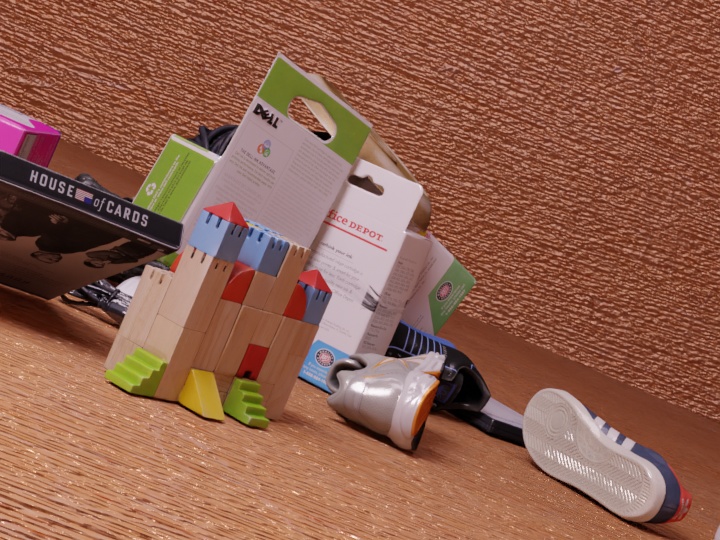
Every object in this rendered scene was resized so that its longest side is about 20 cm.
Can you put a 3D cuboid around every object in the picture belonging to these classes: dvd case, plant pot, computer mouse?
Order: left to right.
[{"bbox_3d":[-0.238,-0.028,1.179,0.150,0.025,0.200,22,-23,-32],"label":"dvd case"},{"bbox_3d":[-0.173,0.024,1.407,0.109,0.044,0.200,23,3,9],"label":"computer mouse"},{"bbox_3d":[0.006,-0.120,1.608,0.200,0.027,0.200,48,7,-8],"label":"plant pot"},{"bbox_3d":[0.130,0.149,1.805,0.142,0.018,0.200,22,4,-37],"label":"dvd case"}]

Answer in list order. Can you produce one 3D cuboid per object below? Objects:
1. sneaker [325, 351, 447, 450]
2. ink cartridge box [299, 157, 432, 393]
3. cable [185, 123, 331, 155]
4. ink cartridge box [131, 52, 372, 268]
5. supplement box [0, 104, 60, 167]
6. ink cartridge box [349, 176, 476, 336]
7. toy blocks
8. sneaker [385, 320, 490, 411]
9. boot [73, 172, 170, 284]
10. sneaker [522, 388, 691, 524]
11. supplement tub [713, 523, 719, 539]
[{"bbox_3d":[0.019,0.095,1.414,0.092,0.076,0.200,20,2,4],"label":"sneaker"},{"bbox_3d":[-0.014,0.002,1.521,0.116,0.201,0.068,25,4,26],"label":"ink cartridge box"},{"bbox_3d":[-0.092,-0.113,1.619,0.162,0.051,0.200,-6,20,8],"label":"cable"},{"bbox_3d":[-0.097,-0.078,1.454,0.076,0.201,0.148,25,-5,43],"label":"ink cartridge box"},{"bbox_3d":[-0.384,-0.118,1.696,0.101,0.104,0.200,25,2,-1],"label":"supplement box"},{"bbox_3d":[0.000,0.000,1.691,0.200,0.146,0.087,43,-7,-39],"label":"ink cartridge box"},{"bbox_3d":[-0.088,0.025,1.163,0.100,0.137,0.200,25,3,32],"label":"toy blocks"},{"bbox_3d":[0.049,0.095,1.651,0.199,0.070,0.078,14,21,-43],"label":"sneaker"},{"bbox_3d":[-0.212,-0.044,1.589,0.157,0.080,0.211,21,18,-16],"label":"boot"},{"bbox_3d":[0.233,0.181,1.579,0.084,0.075,0.200,19,15,-38],"label":"sneaker"},{"bbox_3d":[0.392,0.188,1.426,0.131,0.201,0.132,23,3,-1],"label":"supplement tub"}]
